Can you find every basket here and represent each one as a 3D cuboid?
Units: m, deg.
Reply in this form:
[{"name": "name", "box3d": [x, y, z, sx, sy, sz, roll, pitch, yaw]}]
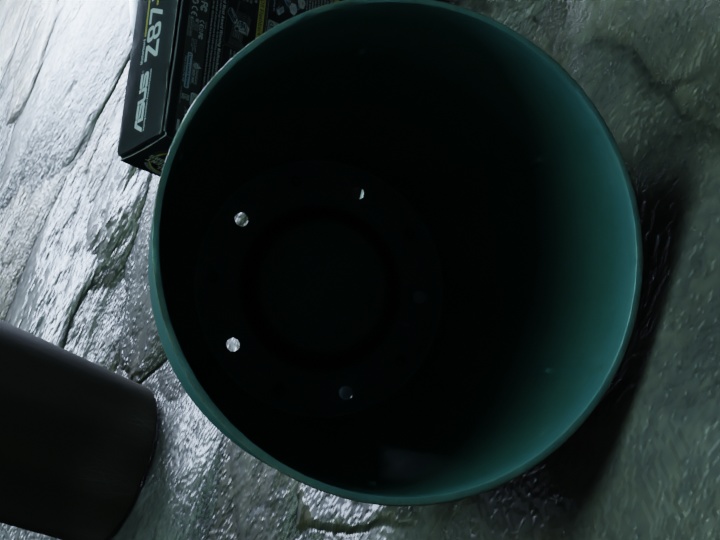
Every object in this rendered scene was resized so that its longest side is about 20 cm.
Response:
[{"name": "basket", "box3d": [-0.244, 0.095, 1.262, 0.137, 0.199, 0.180, -66, 22, 3]}]

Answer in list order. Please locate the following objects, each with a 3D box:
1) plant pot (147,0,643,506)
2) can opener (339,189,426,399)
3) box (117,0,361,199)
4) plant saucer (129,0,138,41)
[{"name": "plant pot", "box3d": [0.000, 0.000, 0.840, 0.161, 0.199, 0.202, 153, 137, -76]}, {"name": "can opener", "box3d": [0.015, 0.008, 0.963, 0.066, 0.052, 0.201, -12, 58, 62]}, {"name": "box", "box3d": [-0.043, -0.129, 1.050, 0.049, 0.161, 0.201, -22, 57, 47]}, {"name": "plant saucer", "box3d": [-0.093, -0.156, 1.140, 0.038, 0.201, 0.202, 2, 62, 19]}]
